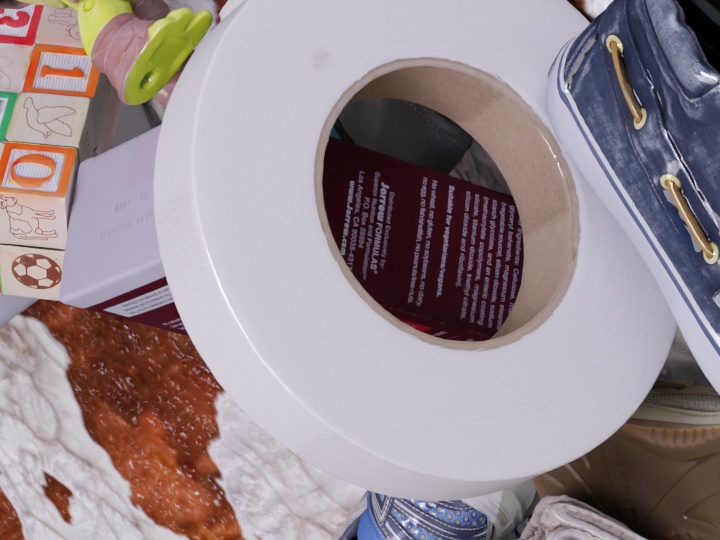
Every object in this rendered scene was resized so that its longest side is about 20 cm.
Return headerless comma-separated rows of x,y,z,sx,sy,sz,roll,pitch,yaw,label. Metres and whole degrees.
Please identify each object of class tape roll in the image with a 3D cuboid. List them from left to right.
0.023,-0.020,0.955,0.203,0.203,0.037,52,148,-4,tape roll

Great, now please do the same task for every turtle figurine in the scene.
-0.117,-0.124,1.001,0.161,0.064,0.200,45,173,22,turtle figurine

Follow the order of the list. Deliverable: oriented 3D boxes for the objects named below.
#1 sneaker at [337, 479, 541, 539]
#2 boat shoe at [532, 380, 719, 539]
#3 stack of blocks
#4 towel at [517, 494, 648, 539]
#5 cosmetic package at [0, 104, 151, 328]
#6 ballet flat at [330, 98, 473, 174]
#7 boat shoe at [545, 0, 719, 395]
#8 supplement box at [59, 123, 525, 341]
0.020,0.119,1.184,0.077,0.085,0.200,42,166,12,sneaker
0.155,0.076,1.026,0.200,0.065,0.072,8,118,45,boat shoe
-0.157,-0.084,1.109,0.115,0.200,0.059,5,137,3,stack of blocks
0.117,0.146,1.092,0.132,0.035,0.200,28,166,7,towel
-0.231,-0.042,1.239,0.199,0.200,0.123,9,128,46,cosmetic package
-0.025,-0.110,1.042,0.200,0.064,0.067,53,174,-23,ballet flat
0.144,-0.016,0.924,0.200,0.071,0.091,52,149,8,boat shoe
0.000,0.000,1.030,0.200,0.061,0.109,17,160,-29,supplement box
